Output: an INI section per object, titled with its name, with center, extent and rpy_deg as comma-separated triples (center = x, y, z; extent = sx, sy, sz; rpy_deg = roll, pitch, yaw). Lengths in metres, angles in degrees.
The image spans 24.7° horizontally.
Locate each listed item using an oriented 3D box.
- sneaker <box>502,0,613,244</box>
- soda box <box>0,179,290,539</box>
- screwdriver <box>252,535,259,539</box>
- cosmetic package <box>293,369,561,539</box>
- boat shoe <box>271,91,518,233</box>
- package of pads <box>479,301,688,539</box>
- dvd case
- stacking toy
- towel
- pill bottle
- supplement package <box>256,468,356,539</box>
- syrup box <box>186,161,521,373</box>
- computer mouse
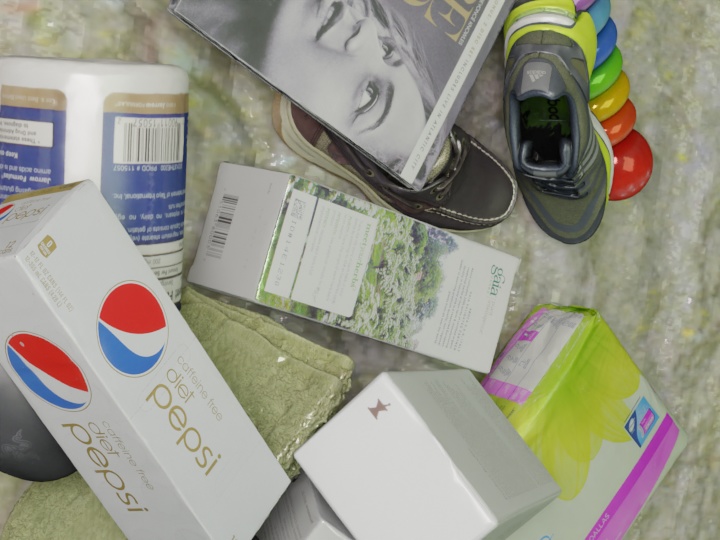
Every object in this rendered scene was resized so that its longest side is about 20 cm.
[sneaker]
center = 0.123, -0.082, 1.080
extent = 0.201, 0.073, 0.082
rpy_deg = 70, 27, -46
[soda box]
center = -0.119, 0.055, 0.816
extent = 0.201, 0.068, 0.064
rpy_deg = 59, 46, -25
[screwdriver]
center = -0.040, 0.237, 0.883
extent = 0.028, 0.029, 0.202
rpy_deg = -14, 101, 2
[cosmetic package]
center = 0.045, 0.118, 0.948
extent = 0.071, 0.102, 0.200
rpy_deg = -41, 166, 11
[boat shoe]
center = 0.034, -0.073, 1.056
extent = 0.199, 0.065, 0.073
rpy_deg = 27, 80, -35
[package of pads]
center = 0.129, 0.139, 1.152
extent = 0.201, 0.068, 0.155
rpy_deg = -52, 122, -19
[dvd case]
center = -0.002, -0.161, 0.971
extent = 0.199, 0.016, 0.150
rpy_deg = 34, 78, -32
[stacking toy]
center = 0.155, -0.134, 1.131
extent = 0.085, 0.085, 0.201
rpy_deg = -44, 123, -23
[towel]
center = -0.104, 0.108, 0.935
extent = 0.201, 0.147, 0.037
rpy_deg = -54, 142, -17
[pill bottle]
center = -0.152, -0.014, 0.898
extent = 0.110, 0.111, 0.203
rpy_deg = -2, 99, -36
[supplement package]
center = -0.047, 0.230, 0.955
extent = 0.113, 0.110, 0.201
rpy_deg = 36, 97, -15
[syrup box]
center = 0.000, 0.000, 1.031
extent = 0.199, 0.081, 0.080
rpy_deg = 18, 87, -39
[computer mouse]
center = -0.230, 0.040, 0.836
extent = 0.139, 0.046, 0.202
rpy_deg = -22, 106, 14
